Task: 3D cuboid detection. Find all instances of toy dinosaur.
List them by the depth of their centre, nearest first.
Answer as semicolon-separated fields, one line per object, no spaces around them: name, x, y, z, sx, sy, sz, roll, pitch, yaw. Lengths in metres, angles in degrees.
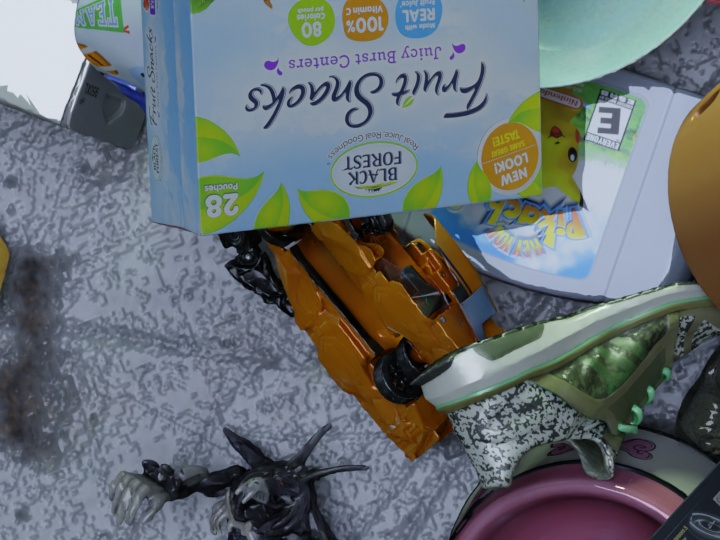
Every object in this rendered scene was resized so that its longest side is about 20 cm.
toy dinosaur;0.222;0.060;1.556;0.088;0.047;0.200;24;90;18

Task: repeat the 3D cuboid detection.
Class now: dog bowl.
dog bowl;0.128;0.186;1.536;0.200;0.074;0.201;3;98;20

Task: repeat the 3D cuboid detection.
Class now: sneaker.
sneaker;0.124;0.064;1.504;0.200;0.077;0.089;-16;87;-25

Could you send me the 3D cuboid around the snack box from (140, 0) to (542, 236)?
snack box;-0.008;-0.112;1.452;0.200;0.068;0.169;-6;101;-27

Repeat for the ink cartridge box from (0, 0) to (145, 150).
ink cartridge box;-0.218;-0.145;1.596;0.200;0.145;0.084;22;92;10

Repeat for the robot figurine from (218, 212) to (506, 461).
robot figurine;0.000;0.000;1.571;0.200;0.058;0.145;53;139;4

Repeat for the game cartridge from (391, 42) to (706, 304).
game cartridge;0.099;-0.057;1.588;0.200;0.040;0.134;19;96;11

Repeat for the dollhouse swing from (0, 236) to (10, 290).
dollhouse swing;-0.336;0.000;1.673;0.200;0.176;0.182;59;140;7

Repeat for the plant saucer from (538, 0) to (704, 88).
plant saucer;0.115;-0.181;1.564;0.201;0.039;0.201;-10;62;19

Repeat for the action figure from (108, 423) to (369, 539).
action figure;-0.086;0.164;1.586;0.200;0.102;0.119;-47;69;8

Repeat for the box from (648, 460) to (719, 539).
box;0.197;0.193;1.421;0.160;0.044;0.200;43;124;11

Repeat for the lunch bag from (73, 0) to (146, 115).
lunch bag;-0.077;-0.148;1.545;0.075;0.200;0.160;22;85;18

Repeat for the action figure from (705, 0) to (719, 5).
action figure;0.272;-0.184;1.507;0.200;0.149;0.134;-38;88;-6

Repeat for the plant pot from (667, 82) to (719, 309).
plant pot;0.254;-0.047;1.478;0.140;0.200;0.200;-20;83;50
